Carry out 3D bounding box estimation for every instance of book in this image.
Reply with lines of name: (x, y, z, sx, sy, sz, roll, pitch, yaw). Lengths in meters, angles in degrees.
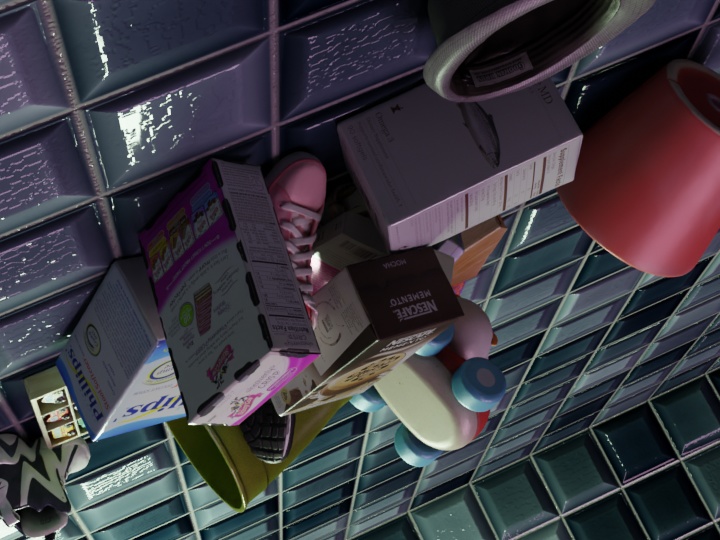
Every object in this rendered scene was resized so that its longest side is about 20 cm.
book: (-0.015, 0.008, 1.544, 0.133, 0.048, 0.200, 25, 151, -25)

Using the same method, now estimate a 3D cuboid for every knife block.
knife block: (0.061, -0.010, 1.737, 0.175, 0.064, 0.200, -21, 162, -21)

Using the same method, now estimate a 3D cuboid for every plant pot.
plant pot: (-0.119, 0.147, 1.762, 0.193, 0.201, 0.200, -34, 165, -19)
plant pot: (0.343, -0.123, 1.647, 0.200, 0.201, 0.177, -7, 143, -46)

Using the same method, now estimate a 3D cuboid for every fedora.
fedora: (0.130, -0.219, 1.208, 0.177, 0.091, 0.200, -6, 160, -44)

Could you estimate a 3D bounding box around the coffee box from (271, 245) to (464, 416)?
coffee box: (-0.005, 0.062, 1.462, 0.113, 0.080, 0.200, -13, 162, -37)

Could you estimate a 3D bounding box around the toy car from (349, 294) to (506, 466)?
toy car: (0.116, 0.106, 1.833, 0.200, 0.177, 0.184, -38, 171, -41)

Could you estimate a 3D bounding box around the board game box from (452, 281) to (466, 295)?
board game box: (0.076, 0.068, 1.944, 0.120, 0.032, 0.200, -38, 160, -32)

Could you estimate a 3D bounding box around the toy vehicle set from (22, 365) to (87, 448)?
toy vehicle set: (-0.313, 0.143, 1.702, 0.124, 0.027, 0.200, -22, 162, -14)

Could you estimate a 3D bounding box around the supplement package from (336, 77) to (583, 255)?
supplement package: (0.094, -0.113, 1.411, 0.199, 0.117, 0.117, -26, 162, -4)

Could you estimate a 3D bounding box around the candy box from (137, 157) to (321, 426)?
candy box: (-0.121, 0.020, 1.334, 0.061, 0.201, 0.136, 6, 145, -41)

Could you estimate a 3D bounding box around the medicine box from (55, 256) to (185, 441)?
medicine box: (-0.188, 0.069, 1.532, 0.182, 0.103, 0.200, -12, 153, -38)

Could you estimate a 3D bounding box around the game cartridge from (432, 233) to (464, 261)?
game cartridge: (0.041, 0.021, 1.655, 0.038, 0.130, 0.200, 34, 110, -20)

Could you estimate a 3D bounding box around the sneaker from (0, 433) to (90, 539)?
sneaker: (-0.378, 0.266, 1.785, 0.079, 0.130, 0.199, -30, 162, 13)

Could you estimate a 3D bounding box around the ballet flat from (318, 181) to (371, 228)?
ballet flat: (0.052, -0.082, 1.524, 0.199, 0.068, 0.067, -22, 159, -18)

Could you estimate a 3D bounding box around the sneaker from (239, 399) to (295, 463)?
sneaker: (-0.083, 0.111, 1.652, 0.076, 0.201, 0.087, 0, -175, 40)

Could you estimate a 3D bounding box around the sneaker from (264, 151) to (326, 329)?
sneaker: (-0.065, -0.004, 1.387, 0.075, 0.105, 0.201, 20, 100, -45)
